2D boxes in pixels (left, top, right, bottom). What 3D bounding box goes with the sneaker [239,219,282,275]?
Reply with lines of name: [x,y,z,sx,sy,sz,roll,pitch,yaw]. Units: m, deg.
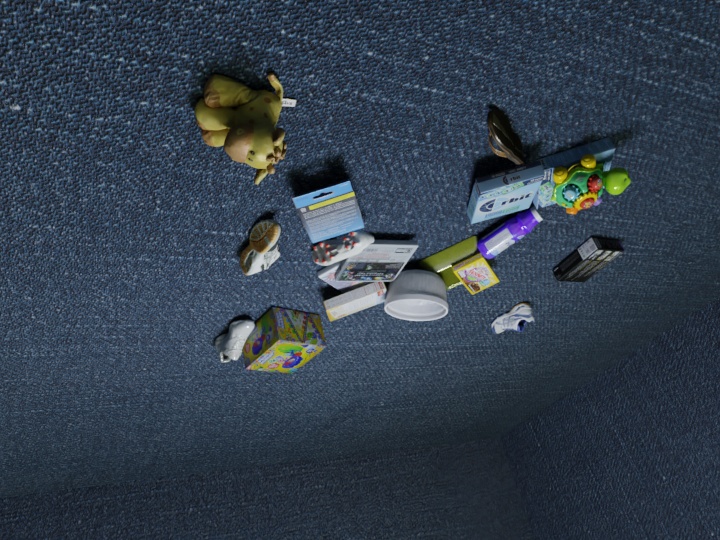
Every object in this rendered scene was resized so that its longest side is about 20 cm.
sneaker: [-0.240,-0.066,1.526,0.087,0.076,0.200,-11,155,-41]

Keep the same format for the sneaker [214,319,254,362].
sneaker: [-0.391,0.230,1.885,0.077,0.100,0.200,10,141,-37]

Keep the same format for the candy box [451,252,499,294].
candy box: [0.364,0.012,1.862,0.102,0.027,0.200,-29,147,15]

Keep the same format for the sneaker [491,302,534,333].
sneaker: [0.591,0.208,2.315,0.075,0.089,0.200,5,145,-34]

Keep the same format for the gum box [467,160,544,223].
gum box: [0.375,-0.200,1.550,0.168,0.045,0.200,-15,161,-2]

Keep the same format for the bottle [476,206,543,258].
bottle: [0.441,-0.112,1.746,0.199,0.066,0.083,-36,164,22]

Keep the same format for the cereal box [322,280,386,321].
cereal box: [-0.015,0.096,1.863,0.198,0.040,0.144,-20,162,-5]

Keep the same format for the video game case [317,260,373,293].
video game case: [0.000,0.000,1.772,0.199,0.023,0.182,-28,147,19]

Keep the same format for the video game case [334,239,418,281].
video game case: [0.044,-0.026,1.710,0.198,0.024,0.182,0,145,-27]

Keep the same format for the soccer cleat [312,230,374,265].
soccer cleat: [-0.049,-0.057,1.583,0.199,0.070,0.077,-19,165,41]

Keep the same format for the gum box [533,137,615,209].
gum box: [0.569,-0.258,1.598,0.198,0.045,0.170,-17,149,2]

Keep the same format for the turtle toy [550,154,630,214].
turtle toy: [0.589,-0.217,1.530,0.198,0.102,0.146,-23,147,11]

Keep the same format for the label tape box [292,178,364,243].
label tape box: [-0.079,-0.160,1.437,0.143,0.064,0.201,-17,150,1]

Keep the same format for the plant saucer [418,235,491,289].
plant saucer: [0.309,-0.010,1.874,0.198,0.048,0.200,-25,148,15]

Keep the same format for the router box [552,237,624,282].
router box: [0.786,-0.033,2.051,0.148,0.052,0.200,3,145,-31]

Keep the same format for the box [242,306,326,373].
box: [-0.252,0.231,1.928,0.191,0.123,0.200,14,138,-40]

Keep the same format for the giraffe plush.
giraffe plush: [-0.207,-0.258,1.124,0.197,0.164,0.173,-11,149,-7]

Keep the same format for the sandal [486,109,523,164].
sandal: [0.335,-0.307,1.403,0.054,0.083,0.199,-7,164,31]

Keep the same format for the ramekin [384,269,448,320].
ramekin: [0.176,0.076,1.850,0.197,0.106,0.201,4,157,2]
